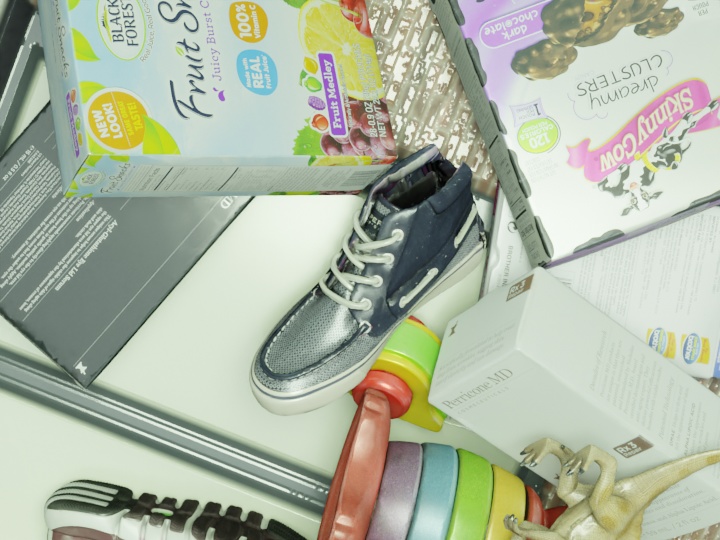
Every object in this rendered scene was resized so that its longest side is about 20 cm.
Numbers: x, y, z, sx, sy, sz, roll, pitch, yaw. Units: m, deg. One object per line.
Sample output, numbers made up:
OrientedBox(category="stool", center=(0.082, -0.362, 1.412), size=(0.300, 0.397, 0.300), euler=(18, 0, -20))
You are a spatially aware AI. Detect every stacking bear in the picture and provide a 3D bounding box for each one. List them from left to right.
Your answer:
OrientedBox(category="stacking bear", center=(0.077, 0.174, 0.875), size=(0.198, 0.114, 0.122), euler=(17, 59, -2))

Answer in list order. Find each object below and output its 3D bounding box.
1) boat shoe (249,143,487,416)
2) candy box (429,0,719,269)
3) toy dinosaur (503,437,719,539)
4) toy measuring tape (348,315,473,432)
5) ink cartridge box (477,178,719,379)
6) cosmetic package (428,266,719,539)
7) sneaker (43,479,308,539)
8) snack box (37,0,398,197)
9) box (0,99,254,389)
OrientedBox(category="boat shoe", center=(0.000, 0.000, 0.856), size=(0.074, 0.093, 0.200), euler=(32, 61, 31))
OrientedBox(category="candy box", center=(0.159, -0.122, 0.867), size=(0.166, 0.072, 0.202), euler=(-21, 85, -4))
OrientedBox(category="toy dinosaur", center=(0.146, 0.146, 0.818), size=(0.200, 0.058, 0.101), euler=(-42, 114, -2))
OrientedBox(category="toy measuring tape", center=(0.057, 0.077, 0.905), size=(0.198, 0.074, 0.074), euler=(20, 95, 1))
OrientedBox(category="ink cartridge box", center=(0.184, 0.005, 0.921), size=(0.198, 0.042, 0.120), euler=(9, 97, 1))
OrientedBox(category="cosmetic package", center=(0.153, 0.093, 0.872), size=(0.199, 0.102, 0.074), euler=(32, 52, -17))
OrientedBox(category="sneaker", center=(-0.128, 0.223, 0.927), size=(0.198, 0.076, 0.117), euler=(13, 101, 8))
OrientedBox(category="snack box", center=(-0.090, -0.133, 0.819), size=(0.198, 0.068, 0.170), euler=(-3, 71, -27))
OrientedBox(category="box", center=(-0.165, -0.046, 0.888), size=(0.141, 0.079, 0.200), euler=(42, 93, -3))
